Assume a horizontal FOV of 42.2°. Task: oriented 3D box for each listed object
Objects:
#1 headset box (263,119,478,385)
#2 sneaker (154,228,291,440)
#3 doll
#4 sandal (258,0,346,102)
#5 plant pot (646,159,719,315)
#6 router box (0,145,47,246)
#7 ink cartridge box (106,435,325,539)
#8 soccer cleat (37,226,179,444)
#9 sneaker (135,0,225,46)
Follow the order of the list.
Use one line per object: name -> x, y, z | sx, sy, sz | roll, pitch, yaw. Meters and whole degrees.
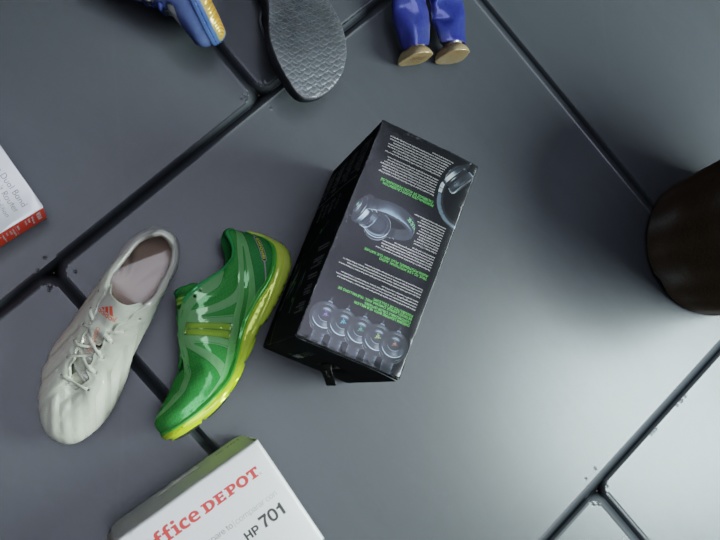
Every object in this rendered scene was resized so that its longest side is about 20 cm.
headset box -> 0.000, 0.000, 0.797 | 0.093, 0.174, 0.201 | 24, 77, -10
sneaker -> -0.133, 0.053, 0.811 | 0.083, 0.074, 0.201 | 29, 67, -12
doll -> 0.052, -0.305, 0.917 | 0.136, 0.048, 0.201 | -7, 85, -17
sandal -> -0.068, -0.250, 0.887 | 0.076, 0.043, 0.201 | -13, 77, -23
plant pot -> 0.390, -0.038, 0.894 | 0.199, 0.198, 0.201 | 2, 82, -15
router box -> -0.394, -0.081, 0.768 | 0.179, 0.049, 0.200 | -36, 93, -16
ink cartridge box -> -0.097, 0.262, 0.785 | 0.146, 0.086, 0.200 | -34, 94, -16
soccer cleat -> -0.213, 0.050, 0.784 | 0.069, 0.078, 0.201 | 27, 77, -10
sneaker -> -0.205, -0.269, 0.840 | 0.088, 0.075, 0.200 | -39, 87, -5
